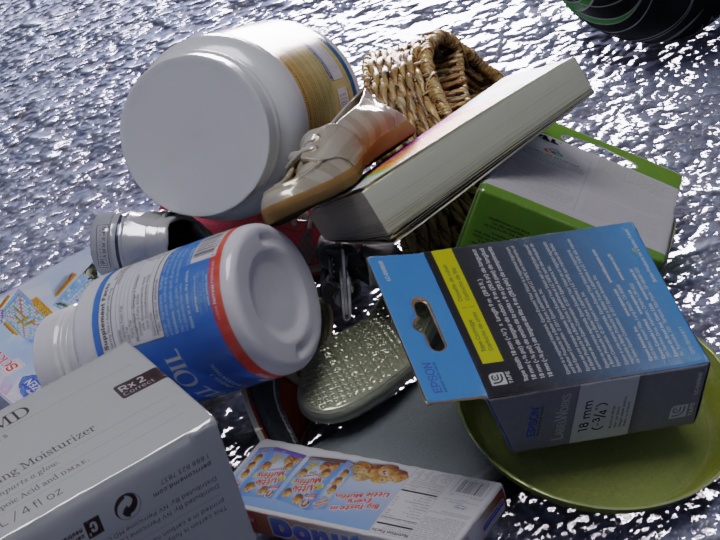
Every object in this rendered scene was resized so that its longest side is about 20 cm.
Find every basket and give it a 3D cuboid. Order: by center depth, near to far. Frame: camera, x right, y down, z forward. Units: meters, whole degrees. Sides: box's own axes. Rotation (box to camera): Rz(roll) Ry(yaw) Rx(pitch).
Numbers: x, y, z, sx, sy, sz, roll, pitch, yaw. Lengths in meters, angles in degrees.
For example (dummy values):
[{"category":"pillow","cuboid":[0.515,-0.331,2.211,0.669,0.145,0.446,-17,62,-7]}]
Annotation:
[{"category":"basket","cuboid":[0.085,-0.121,1.800,0.148,0.143,0.200,-14,31,6]}]

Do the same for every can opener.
[{"category":"can opener","cuboid":[0.000,0.000,1.675,0.067,0.054,0.200,-5,7,0]}]

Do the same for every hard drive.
[{"category":"hard drive","cuboid":[0.042,0.138,1.516,0.200,0.033,0.139,-30,34,-22]}]

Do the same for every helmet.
[{"category":"helmet","cuboid":[0.260,-0.304,1.964,0.199,0.191,0.201,6,57,-10]}]

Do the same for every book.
[{"category":"book","cuboid":[0.065,-0.091,1.622,0.200,0.048,0.134,-35,11,-18]}]

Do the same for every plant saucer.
[{"category":"plant saucer","cuboid":[0.162,0.097,1.476,0.199,0.031,0.200,3,43,-3]}]

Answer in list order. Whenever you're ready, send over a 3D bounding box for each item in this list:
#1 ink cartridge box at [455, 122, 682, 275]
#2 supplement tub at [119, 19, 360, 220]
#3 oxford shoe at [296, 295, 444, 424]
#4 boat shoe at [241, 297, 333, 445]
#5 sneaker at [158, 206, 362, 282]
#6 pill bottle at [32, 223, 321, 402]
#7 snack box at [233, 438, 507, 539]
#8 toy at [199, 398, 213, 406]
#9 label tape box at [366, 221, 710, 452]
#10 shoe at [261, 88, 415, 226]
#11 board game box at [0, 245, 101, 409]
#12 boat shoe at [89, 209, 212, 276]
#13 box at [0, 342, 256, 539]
[{"category":"ink cartridge box","cuboid":[0.163,-0.038,1.645,0.147,0.076,0.200,22,25,4]},{"category":"supplement tub","cuboid":[-0.093,-0.118,1.685,0.144,0.145,0.200,-4,9,19]},{"category":"oxford shoe","cuboid":[0.017,0.066,1.607,0.075,0.058,0.200,17,34,20]},{"category":"boat shoe","cuboid":[-0.051,0.080,1.619,0.062,0.071,0.200,-17,25,7]},{"category":"sneaker","cuboid":[-0.080,-0.040,1.804,0.199,0.087,0.074,-7,33,15]},{"category":"pill bottle","cuboid":[-0.137,0.044,1.558,0.199,0.112,0.112,-19,26,32]},{"category":"snack box","cuboid":[-0.004,0.157,1.451,0.199,0.024,0.072,7,40,34]},{"category":"toy","cuboid":[-0.194,0.138,1.615,0.115,0.047,0.200,23,52,42]},{"category":"label tape box","cuboid":[0.115,0.047,1.455,0.199,0.063,0.144,-8,44,-15]},{"category":"shoe","cuboid":[-0.025,-0.085,1.599,0.070,0.053,0.200,-29,6,33]},{"category":"board game box","cuboid":[-0.224,0.055,1.765,0.199,0.041,0.200,-30,34,-22]},{"category":"boat shoe","cuboid":[-0.147,-0.011,1.672,0.066,0.074,0.200,0,1,13]},{"category":"box","cuboid":[-0.176,0.191,1.374,0.199,0.201,0.131,-29,34,-20]}]
